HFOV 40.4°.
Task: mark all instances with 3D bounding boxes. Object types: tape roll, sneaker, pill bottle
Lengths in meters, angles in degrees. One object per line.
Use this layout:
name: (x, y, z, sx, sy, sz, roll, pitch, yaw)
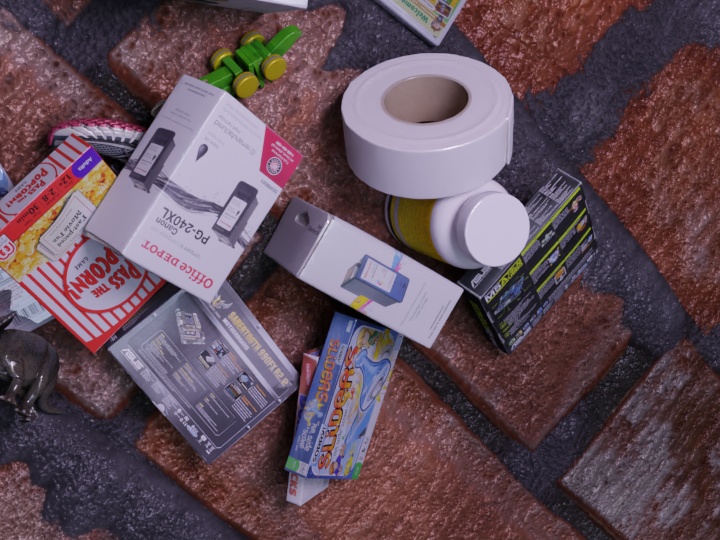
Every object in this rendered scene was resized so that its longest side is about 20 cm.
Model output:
tape roll: (0.079, -0.173, 1.148, 0.202, 0.202, 0.071, -23, 135, -17)
sneaker: (-0.247, -0.124, 1.091, 0.200, 0.081, 0.075, 11, 98, -25)
pill bottle: (0.117, -0.064, 1.191, 0.112, 0.200, 0.113, -5, 103, -22)

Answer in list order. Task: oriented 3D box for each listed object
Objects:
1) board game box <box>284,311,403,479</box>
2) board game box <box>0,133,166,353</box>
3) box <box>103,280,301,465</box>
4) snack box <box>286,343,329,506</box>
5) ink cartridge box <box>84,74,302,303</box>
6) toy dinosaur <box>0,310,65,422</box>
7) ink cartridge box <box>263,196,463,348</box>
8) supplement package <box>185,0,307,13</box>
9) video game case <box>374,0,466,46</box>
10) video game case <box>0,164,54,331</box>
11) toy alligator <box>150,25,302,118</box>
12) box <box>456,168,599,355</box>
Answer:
board game box: (-0.018, 0.160, 1.225, 0.135, 0.034, 0.200, 21, 86, -60)
board game box: (-0.300, -0.025, 1.061, 0.152, 0.046, 0.200, -47, 138, -13)
box: (-0.187, 0.109, 1.182, 0.158, 0.048, 0.200, -41, 114, -12)
snack box: (-0.056, 0.193, 1.240, 0.072, 0.024, 0.200, -17, 118, -59)
ink cartridge box: (-0.177, -0.083, 1.053, 0.145, 0.083, 0.200, 36, 84, -50)
toy dinosaur: (-0.366, 0.106, 1.069, 0.200, 0.077, 0.102, 46, 53, -48)
ink cartridge box: (0.000, 0.000, 1.185, 0.200, 0.145, 0.088, 31, 90, -26)
supplement package: (-0.165, -0.363, 1.036, 0.200, 0.152, 0.151, 3, 100, -24)
video game case: (0.066, -0.407, 1.197, 0.200, 0.022, 0.182, 33, 87, -26)
video game case: (-0.440, 0.007, 1.069, 0.200, 0.022, 0.182, -30, 111, -14)
toy alligator: (-0.150, -0.216, 1.131, 0.200, 0.059, 0.054, -35, 153, -13)
box: (0.226, -0.005, 1.284, 0.200, 0.048, 0.193, -48, 146, -7)
